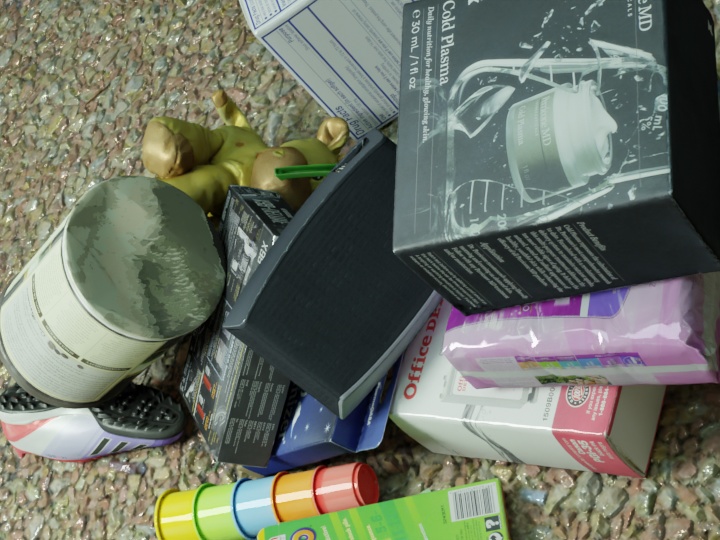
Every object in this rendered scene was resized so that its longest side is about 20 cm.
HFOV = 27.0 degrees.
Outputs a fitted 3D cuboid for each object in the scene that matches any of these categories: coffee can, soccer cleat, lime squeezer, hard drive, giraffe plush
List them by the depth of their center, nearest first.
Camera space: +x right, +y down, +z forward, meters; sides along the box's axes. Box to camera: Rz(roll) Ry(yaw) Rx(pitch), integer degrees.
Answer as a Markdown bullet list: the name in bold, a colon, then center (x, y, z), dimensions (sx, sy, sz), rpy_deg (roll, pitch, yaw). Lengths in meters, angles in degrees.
- **hard drive**: center (0.000, 0.000, 1.169), dimensions (0.200, 0.135, 0.042), rpy_deg (-53, 3, -9)
- **coffee can**: center (-0.224, 0.023, 1.318), dimensions (0.200, 0.145, 0.147), rpy_deg (-36, 39, 53)
- **lime squeezer**: center (0.026, -0.111, 1.320), dimensions (0.199, 0.071, 0.038), rpy_deg (-22, 39, 20)
- **giraffe plush**: center (-0.091, -0.076, 1.405), dimensions (0.161, 0.174, 0.200), rpy_deg (7, 32, 28)
- **soccer cleat**: center (-0.251, 0.150, 1.422), dimensions (0.198, 0.074, 0.068), rpy_deg (2, 32, 19)

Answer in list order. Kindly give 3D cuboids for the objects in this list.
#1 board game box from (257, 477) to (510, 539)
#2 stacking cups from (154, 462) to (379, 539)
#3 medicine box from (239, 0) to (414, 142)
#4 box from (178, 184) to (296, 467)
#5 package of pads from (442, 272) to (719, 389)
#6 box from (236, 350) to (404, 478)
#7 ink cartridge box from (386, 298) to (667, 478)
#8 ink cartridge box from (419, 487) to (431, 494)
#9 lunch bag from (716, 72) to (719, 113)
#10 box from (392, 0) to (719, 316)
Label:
- **board game box**: center (0.018, 0.225, 1.154), dimensions (0.198, 0.030, 0.096), rpy_deg (-11, 50, 7)
- **stacking cups**: center (-0.076, 0.201, 1.261), dimensions (0.199, 0.061, 0.061), rpy_deg (-12, 55, 26)
- **medicine box**: center (0.016, -0.250, 1.393), dimensions (0.199, 0.182, 0.103), rpy_deg (-32, 47, 14)
- **box**: center (-0.096, 0.043, 1.279), dimensions (0.158, 0.049, 0.202), rpy_deg (-137, 60, -64)
- **package of pads**: center (0.164, 0.018, 1.072), dimensions (0.199, 0.076, 0.121), rpy_deg (-4, 58, 33)
- **box**: center (-0.033, 0.101, 1.253), dimensions (0.200, 0.032, 0.122), rpy_deg (-23, 46, 54)
- **ink cartridge box**: center (0.135, 0.072, 1.168), dimensions (0.199, 0.083, 0.148), rpy_deg (2, 64, 37)
- **ink cartridge box**: center (-0.011, 0.272, 1.172), dimensions (0.200, 0.048, 0.146), rpy_deg (-38, 46, 13)
- **lunch bag**: center (0.200, -0.067, 1.149), dimensions (0.199, 0.170, 0.128), rpy_deg (-19, 55, 25)
- **box**: center (0.135, -0.094, 1.019), dimensions (0.195, 0.124, 0.202), rpy_deg (-11, 62, 27)
